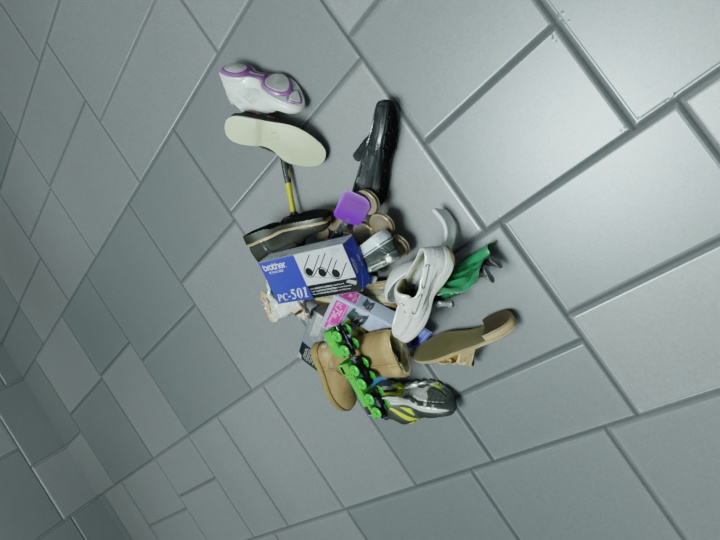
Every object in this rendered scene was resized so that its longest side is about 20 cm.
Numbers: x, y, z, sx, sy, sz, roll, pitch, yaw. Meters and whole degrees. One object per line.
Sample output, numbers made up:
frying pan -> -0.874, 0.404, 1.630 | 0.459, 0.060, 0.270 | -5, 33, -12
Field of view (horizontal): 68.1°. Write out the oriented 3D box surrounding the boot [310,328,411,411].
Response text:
boot -> 0.011, 0.203, 1.045 | 0.200, 0.066, 0.175 | -12, 115, 35

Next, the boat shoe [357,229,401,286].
boat shoe -> 0.000, 0.000, 0.999 | 0.071, 0.072, 0.200 | 59, 140, 7

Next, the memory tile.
memory tile -> -0.006, -0.065, 1.024 | 0.200, 0.017, 0.153 | -22, 109, 48

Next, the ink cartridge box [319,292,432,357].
ink cartridge box -> 0.027, 0.113, 1.040 | 0.200, 0.042, 0.119 | 25, 141, -2

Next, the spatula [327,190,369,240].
spatula -> -0.038, -0.078, 1.008 | 0.056, 0.021, 0.200 | 22, 146, -10

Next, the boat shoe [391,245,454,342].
boat shoe -> 0.087, 0.039, 0.913 | 0.071, 0.069, 0.200 | 59, 136, 48

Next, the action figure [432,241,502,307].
action figure -> 0.158, 0.030, 0.942 | 0.055, 0.118, 0.200 | 49, 139, -7

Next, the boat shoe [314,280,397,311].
boat shoe -> -0.004, 0.049, 1.083 | 0.200, 0.072, 0.065 | -2, 67, 36

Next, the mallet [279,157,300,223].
mallet -> -0.143, -0.174, 1.107 | 0.041, 0.066, 0.200 | -6, 90, 27

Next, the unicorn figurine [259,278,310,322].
unicorn figurine -> -0.155, 0.060, 1.165 | 0.200, 0.074, 0.138 | -42, 57, 56

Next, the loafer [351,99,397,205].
loafer -> 0.019, -0.206, 0.951 | 0.070, 0.068, 0.201 | 21, 124, 18

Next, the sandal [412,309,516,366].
sandal -> 0.197, 0.146, 0.970 | 0.212, 0.078, 0.070 | -29, 110, 30

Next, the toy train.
toy train -> -0.008, 0.189, 0.992 | 0.056, 0.042, 0.200 | -21, 98, 47

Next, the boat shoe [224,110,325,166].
boat shoe -> -0.160, -0.261, 1.040 | 0.201, 0.063, 0.074 | 18, 120, 0

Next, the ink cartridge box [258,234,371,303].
ink cartridge box -> -0.087, 0.002, 0.984 | 0.200, 0.044, 0.094 | -11, 112, 33

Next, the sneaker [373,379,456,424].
sneaker -> 0.112, 0.275, 1.095 | 0.200, 0.074, 0.085 | -1, 124, 39

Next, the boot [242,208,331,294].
boot -> -0.123, -0.035, 1.054 | 0.200, 0.077, 0.139 | -12, 107, 34

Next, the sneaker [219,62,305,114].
sneaker -> -0.189, -0.342, 1.056 | 0.200, 0.075, 0.100 | 28, 142, 23

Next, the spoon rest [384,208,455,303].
spoon rest -> 0.109, -0.014, 0.957 | 0.061, 0.099, 0.200 | 48, 124, 32

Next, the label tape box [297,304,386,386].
label tape box -> -0.031, 0.178, 1.151 | 0.200, 0.066, 0.143 | 35, 126, 21
